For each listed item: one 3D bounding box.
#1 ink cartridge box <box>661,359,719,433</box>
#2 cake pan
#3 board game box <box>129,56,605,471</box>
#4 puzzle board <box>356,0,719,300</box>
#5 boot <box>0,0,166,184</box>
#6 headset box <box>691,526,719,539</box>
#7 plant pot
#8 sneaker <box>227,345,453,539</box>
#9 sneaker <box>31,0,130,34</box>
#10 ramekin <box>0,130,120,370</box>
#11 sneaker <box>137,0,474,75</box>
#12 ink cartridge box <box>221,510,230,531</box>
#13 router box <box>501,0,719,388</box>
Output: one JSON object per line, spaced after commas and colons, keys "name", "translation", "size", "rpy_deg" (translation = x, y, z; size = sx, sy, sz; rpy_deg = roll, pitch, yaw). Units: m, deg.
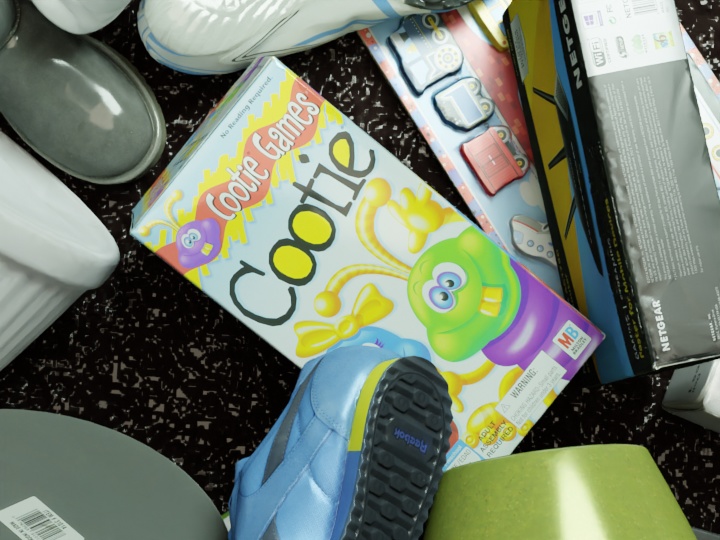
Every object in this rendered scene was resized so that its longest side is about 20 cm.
{"name": "ink cartridge box", "translation": [0.271, 0.040, 0.857], "size": [0.200, 0.084, 0.146], "rpy_deg": [23, 84, -3]}
{"name": "cake pan", "translation": [-0.141, 0.125, 0.729], "size": [0.200, 0.200, 0.037], "rpy_deg": [16, 119, -1]}
{"name": "board game box", "translation": [0.000, 0.000, 0.816], "size": [0.200, 0.105, 0.103], "rpy_deg": [39, 91, -10]}
{"name": "puzzle board", "translation": [0.112, -0.084, 0.901], "size": [0.151, 0.017, 0.200], "rpy_deg": [-32, 87, -6]}
{"name": "boot", "translation": [-0.185, -0.108, 0.792], "size": [0.182, 0.200, 0.073], "rpy_deg": [39, 94, 4]}
{"name": "headset box", "translation": [0.147, 0.226, 0.838], "size": [0.149, 0.077, 0.200], "rpy_deg": [17, 82, -1]}
{"name": "plant pot", "translation": [0.089, 0.180, 0.721], "size": [0.187, 0.187, 0.200], "rpy_deg": [-7, 77, -4]}
{"name": "sneaker", "translation": [-0.026, 0.124, 0.714], "size": [0.066, 0.078, 0.200], "rpy_deg": [40, 61, -40]}
{"name": "sneaker", "translation": [-0.093, -0.199, 0.840], "size": [0.070, 0.080, 0.201], "rpy_deg": [41, 48, -27]}
{"name": "ramekin", "translation": [-0.218, -0.029, 0.793], "size": [0.202, 0.202, 0.094], "rpy_deg": [37, 95, 1]}
{"name": "sneaker", "translation": [-0.018, -0.150, 0.875], "size": [0.200, 0.072, 0.072], "rpy_deg": [-15, 95, -11]}
{"name": "ink cartridge box", "translation": [-0.079, 0.217, 0.827], "size": [0.200, 0.076, 0.148], "rpy_deg": [-35, 86, -7]}
{"name": "router box", "translation": [0.121, -0.049, 0.814], "size": [0.051, 0.149, 0.200], "rpy_deg": [-11, 84, -6]}
